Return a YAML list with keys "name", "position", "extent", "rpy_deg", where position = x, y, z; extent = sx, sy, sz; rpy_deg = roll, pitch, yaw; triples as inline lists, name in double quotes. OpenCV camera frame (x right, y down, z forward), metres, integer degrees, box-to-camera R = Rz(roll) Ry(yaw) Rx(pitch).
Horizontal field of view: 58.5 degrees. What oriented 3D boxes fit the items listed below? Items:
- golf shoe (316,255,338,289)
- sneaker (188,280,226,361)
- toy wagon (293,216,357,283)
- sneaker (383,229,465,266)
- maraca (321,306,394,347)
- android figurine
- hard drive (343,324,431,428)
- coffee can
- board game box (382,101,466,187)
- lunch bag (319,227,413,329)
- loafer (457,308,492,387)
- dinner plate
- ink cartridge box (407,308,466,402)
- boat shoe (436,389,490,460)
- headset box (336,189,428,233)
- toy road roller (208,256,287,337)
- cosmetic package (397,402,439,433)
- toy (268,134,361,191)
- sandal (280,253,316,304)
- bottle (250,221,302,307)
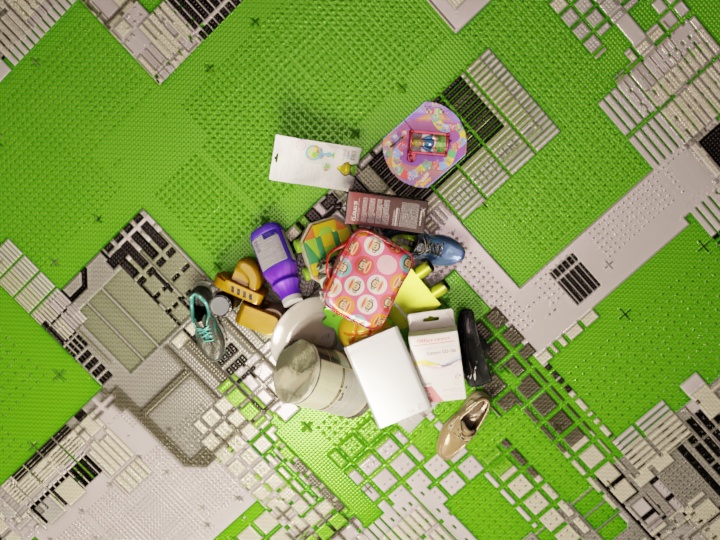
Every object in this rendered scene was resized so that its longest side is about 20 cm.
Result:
- name: "golf shoe"
  position: [0.000, 0.000, 1.488]
  extent: [0.199, 0.077, 0.089]
  rpy_deg: [-13, 103, -3]
- name: "sneaker"
  position: [-0.379, 0.129, 1.554]
  extent: [0.077, 0.091, 0.201]
  rpy_deg: [-12, 98, 4]
- name: "toy wagon"
  position: [-0.065, -0.024, 1.524]
  extent: [0.155, 0.040, 0.201]
  rpy_deg: [-19, 98, -17]
- name: "sneaker"
  position: [0.149, -0.051, 1.515]
  extent: [0.199, 0.089, 0.079]
  rpy_deg: [11, 100, 0]
- name: "maraca"
  position: [0.000, 0.136, 1.510]
  extent: [0.137, 0.107, 0.200]
  rpy_deg: [-40, 112, 21]
- name: "android figurine"
  position: [0.109, 0.062, 1.537]
  extent: [0.200, 0.041, 0.182]
  rpy_deg: [-37, 103, 24]
- name: "hard drive"
  position: [0.062, 0.240, 1.451]
  extent: [0.131, 0.026, 0.201]
  rpy_deg: [-23, 92, 6]
- name: "coffee can"
  position: [-0.080, 0.254, 1.490]
  extent: [0.200, 0.146, 0.147]
  rpy_deg: [25, 101, -43]
- name: "board game box"
  position: [0.153, -0.292, 1.504]
  extent: [0.200, 0.039, 0.158]
  rpy_deg: [-40, 95, 7]
- name: "lunch bag"
  position: [0.003, 0.012, 1.407]
  extent: [0.176, 0.082, 0.201]
  rpy_deg: [27, 95, -10]
- name: "loafer"
  position: [0.279, 0.185, 1.561]
  extent: [0.070, 0.068, 0.202]
  rpy_deg: [-11, 103, -5]
- name: "dinner plate"
  position: [-0.119, 0.157, 1.524]
  extent: [0.199, 0.024, 0.201]
  rpy_deg: [-19, 125, -30]
- name: "ink cartridge box"
  position: [0.173, 0.196, 1.481]
  extent: [0.116, 0.067, 0.201]
  rpy_deg: [-8, 95, 7]
- name: "boat shoe"
  position: [0.252, 0.388, 1.590]
  extent: [0.071, 0.065, 0.201]
  rpy_deg: [29, 98, -3]
- name: "headset box"
  position: [0.045, -0.139, 1.472]
  extent: [0.199, 0.149, 0.075]
  rpy_deg: [7, 98, -3]
- name: "toy road roller"
  position: [-0.252, 0.056, 1.523]
  extent: [0.199, 0.123, 0.147]
  rpy_deg: [24, 98, -2]
- name: "cosmetic package"
  position: [0.149, 0.282, 1.567]
  extent: [0.107, 0.090, 0.200]
  rpy_deg: [40, 100, -1]
- name: "toy"
  position: [-0.107, -0.256, 1.506]
  extent: [0.199, 0.047, 0.116]
  rpy_deg: [9, 123, -10]
- name: "sandal"
  position: [-0.133, -0.003, 1.556]
  extent: [0.075, 0.048, 0.201]
  rpy_deg: [21, 86, -1]
- name: "bottle"
  position: [-0.191, -0.012, 1.505]
  extent: [0.083, 0.065, 0.201]
  rpy_deg: [-29, 71, 14]
